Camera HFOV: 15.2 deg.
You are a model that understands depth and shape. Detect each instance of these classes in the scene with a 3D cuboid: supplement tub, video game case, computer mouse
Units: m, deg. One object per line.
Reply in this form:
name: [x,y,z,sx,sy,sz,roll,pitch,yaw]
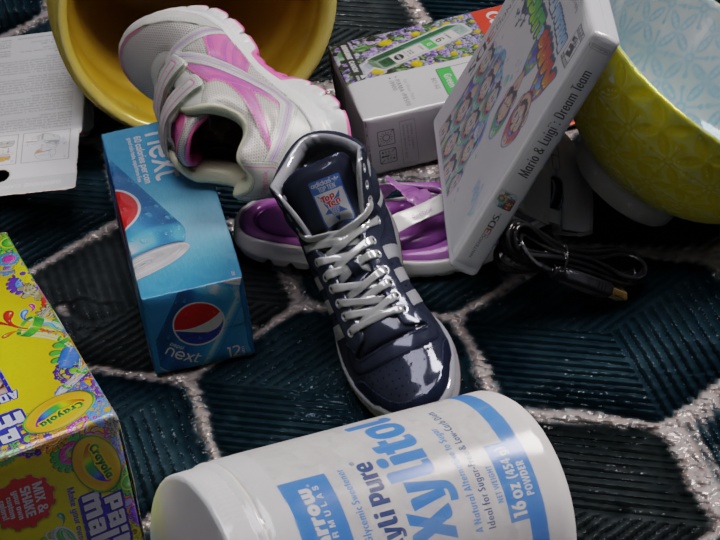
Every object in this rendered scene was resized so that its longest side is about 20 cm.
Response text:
supplement tub: [0.002,0.147,1.452,0.200,0.132,0.132,-14,35,-26]
video game case: [0.102,-0.118,1.726,0.024,0.182,0.200,24,26,-15]
computer mouse: [0.120,-0.055,1.770,0.110,0.044,0.200,15,30,-21]

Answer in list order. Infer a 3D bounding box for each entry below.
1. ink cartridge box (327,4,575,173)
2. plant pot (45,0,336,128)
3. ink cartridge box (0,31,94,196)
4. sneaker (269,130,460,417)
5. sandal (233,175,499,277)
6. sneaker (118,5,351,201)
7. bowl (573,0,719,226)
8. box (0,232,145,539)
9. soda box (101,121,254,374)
ink cartridge box: [0.087,-0.136,1.907,0.200,0.050,0.109,-14,37,-7]
plant pot: [-0.133,-0.218,1.952,0.200,0.201,0.189,-14,25,-8]
ink cartridge box: [-0.274,-0.094,1.929,0.162,0.057,0.200,-7,42,2]
sneaker: [0.000,0.000,1.666,0.070,0.109,0.200,-23,49,3]
sandal: [0.015,-0.035,1.785,0.202,0.050,0.083,-3,39,4]
sneaker: [-0.100,-0.110,1.778,0.088,0.081,0.200,-23,42,-38]
bowl: [0.203,-0.093,1.759,0.200,0.108,0.200,28,30,-18]
box: [-0.201,0.123,1.490,0.122,0.200,0.193,-20,37,-16]
soda box: [-0.122,-0.020,1.781,0.068,0.064,0.200,-12,36,-6]
